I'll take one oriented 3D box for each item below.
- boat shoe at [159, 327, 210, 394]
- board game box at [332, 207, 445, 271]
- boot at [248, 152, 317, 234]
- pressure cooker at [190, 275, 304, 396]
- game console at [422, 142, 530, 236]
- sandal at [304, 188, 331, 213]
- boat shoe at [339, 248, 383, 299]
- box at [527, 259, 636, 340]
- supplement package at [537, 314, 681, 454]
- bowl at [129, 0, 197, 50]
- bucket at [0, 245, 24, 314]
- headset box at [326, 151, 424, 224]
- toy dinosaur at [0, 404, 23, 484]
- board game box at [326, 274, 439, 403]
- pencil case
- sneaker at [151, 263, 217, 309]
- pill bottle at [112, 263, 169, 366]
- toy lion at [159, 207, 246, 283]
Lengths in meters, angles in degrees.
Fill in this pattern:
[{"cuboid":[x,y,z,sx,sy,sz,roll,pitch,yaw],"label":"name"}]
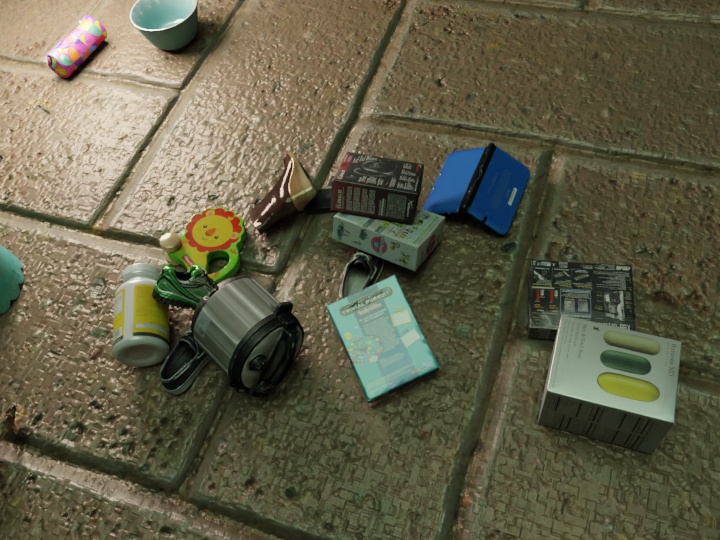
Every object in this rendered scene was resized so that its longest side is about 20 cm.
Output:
[{"cuboid":[-0.340,0.153,1.346,0.071,0.068,0.201,23,61,21],"label":"boat shoe"},{"cuboid":[0.061,-0.090,1.414,0.198,0.065,0.148,21,38,21],"label":"board game box"},{"cuboid":[-0.196,-0.185,1.545,0.165,0.073,0.201,-33,40,4],"label":"boot"},{"cuboid":[-0.208,0.132,1.274,0.178,0.177,0.199,-39,59,-24],"label":"pressure cooker"},{"cuboid":[0.263,-0.177,1.497,0.170,0.118,0.201,32,63,-9],"label":"game console"},{"cuboid":[-0.040,-0.173,1.527,0.198,0.043,0.077,-12,56,1],"label":"sandal"},{"cuboid":[0.000,0.000,1.398,0.073,0.061,0.202,11,59,17],"label":"boat shoe"},{"cuboid":[0.431,0.061,1.298,0.197,0.050,0.159,3,58,11],"label":"box"},{"cuboid":[0.428,0.197,1.149,0.198,0.151,0.153,12,59,16],"label":"supplement package"},{"cuboid":[-0.555,-0.721,1.925,0.198,0.105,0.203,-4,57,6],"label":"bowl"},{"cuboid":[-0.885,0.008,1.487,0.204,0.135,0.209,-4,57,6],"label":"bucket"},{"cuboid":[0.029,-0.181,1.418,0.197,0.078,0.149,9,34,6],"label":"headset box"},{"cuboid":[-0.738,0.339,1.288,0.198,0.086,0.137,-13,44,20],"label":"toy dinosaur"},{"cuboid":[0.042,0.132,1.283,0.150,0.047,0.202,-23,74,-7],"label":"board game box"},{"cuboid":[-0.833,-0.659,1.942,0.088,0.089,0.201,18,61,19],"label":"pencil case"},{"cuboid":[-0.320,0.040,1.360,0.198,0.086,0.078,13,14,-25],"label":"sneaker"},{"cuboid":[-0.457,0.089,1.382,0.111,0.112,0.202,-12,56,1],"label":"pill bottle"},{"cuboid":[-0.337,-0.054,1.492,0.191,0.069,0.200,-31,58,-20],"label":"toy lion"}]
